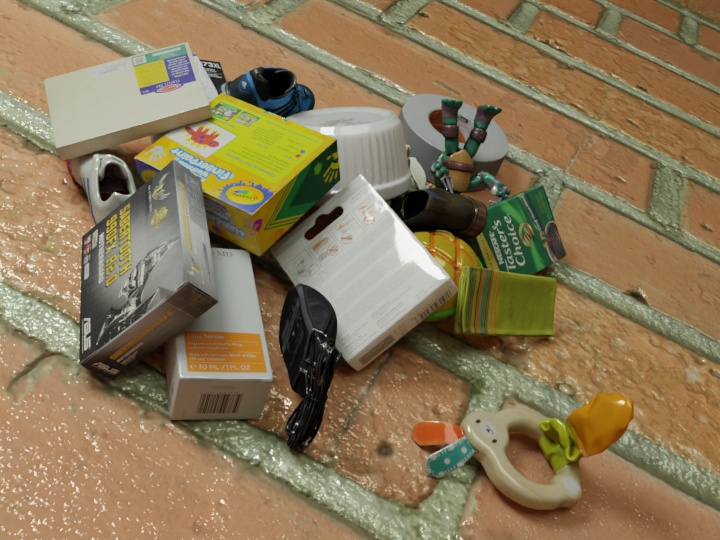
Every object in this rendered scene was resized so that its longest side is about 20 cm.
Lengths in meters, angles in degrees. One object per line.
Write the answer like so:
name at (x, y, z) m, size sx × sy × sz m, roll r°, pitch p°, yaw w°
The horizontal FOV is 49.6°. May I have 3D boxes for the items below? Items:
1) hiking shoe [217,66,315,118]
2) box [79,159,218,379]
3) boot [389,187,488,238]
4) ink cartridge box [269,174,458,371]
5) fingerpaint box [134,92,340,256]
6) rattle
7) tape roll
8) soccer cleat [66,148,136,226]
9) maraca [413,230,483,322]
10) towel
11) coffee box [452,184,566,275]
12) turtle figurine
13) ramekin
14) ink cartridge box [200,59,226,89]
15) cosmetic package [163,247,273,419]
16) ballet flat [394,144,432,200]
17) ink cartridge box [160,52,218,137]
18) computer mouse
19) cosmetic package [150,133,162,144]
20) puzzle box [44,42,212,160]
hiking shoe at (-0.114, -0.253, 1.137) m, size 0.200 × 0.086 × 0.075 m, roll -22°, pitch 88°, yaw -58°
box at (-0.237, -0.004, 0.853) m, size 0.048 × 0.158 × 0.201 m, roll 37°, pitch 25°, yaw -42°
boot at (0.079, -0.092, 1.094) m, size 0.096 × 0.075 × 0.199 m, roll 16°, pitch -4°, yaw -35°
ink cartridge box at (0.000, 0.000, 0.974) m, size 0.161 × 0.050 × 0.200 m, roll -39°, pitch 58°, yaw 0°
fingerpaint box at (-0.153, -0.127, 0.988) m, size 0.199 × 0.074 × 0.167 m, roll 25°, pitch 53°, yaw 25°
rattle at (0.176, 0.180, 0.862) m, size 0.199 × 0.143 × 0.131 m, roll 23°, pitch 57°, yaw -9°
tape roll at (0.156, -0.226, 1.361) m, size 0.199 × 0.066 × 0.201 m, roll 14°, pitch 40°, yaw -12°
soccer cleat at (-0.324, -0.123, 0.996) m, size 0.069 × 0.087 × 0.200 m, roll -9°, pitch 47°, yaw -33°
maraca at (0.069, 0.014, 1.022) m, size 0.199 × 0.107 × 0.137 m, roll -19°, pitch 50°, yaw -17°
towel at (0.199, 0.045, 1.035) m, size 0.199 × 0.087 × 0.018 m, roll 6°, pitch 1°, yaw -41°
coffee box at (0.224, -0.044, 1.159) m, size 0.199 × 0.044 × 0.124 m, roll -22°, pitch 94°, yaw -42°
turtle figurine at (0.157, -0.160, 1.220) m, size 0.149 × 0.202 × 0.100 m, roll 1°, pitch 8°, yaw -36°
ramekin at (-0.026, -0.169, 1.115) m, size 0.198 × 0.106 × 0.200 m, roll -2°, pitch 21°, yaw 1°
ink cartridge box at (-0.267, -0.304, 1.271) m, size 0.094 × 0.037 × 0.201 m, roll 0°, pitch 42°, yaw -26°
cosmetic package at (-0.166, 0.065, 0.873) m, size 0.101 × 0.072 × 0.201 m, roll 3°, pitch 42°, yaw -22°
ballet flat at (0.067, -0.164, 1.247) m, size 0.074 × 0.075 × 0.201 m, roll -6°, pitch 47°, yaw -30°
ink cartridge box at (-0.231, -0.202, 1.098) m, size 0.099 × 0.039 × 0.201 m, roll -26°, pitch 86°, yaw -32°
computer mouse at (-0.051, 0.091, 0.872) m, size 0.052 × 0.139 × 0.200 m, roll 11°, pitch 28°, yaw -18°
cosmetic package at (-0.214, -0.222, 1.167) m, size 0.199 × 0.051 × 0.083 m, roll -6°, pitch 77°, yaw -30°
puzzle box at (-0.303, -0.223, 1.014) m, size 0.199 × 0.026 × 0.134 m, roll -17°, pitch 56°, yaw -9°
